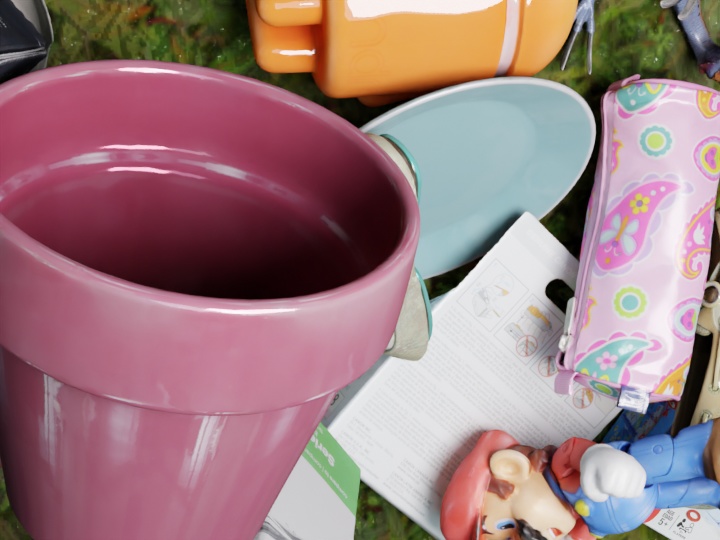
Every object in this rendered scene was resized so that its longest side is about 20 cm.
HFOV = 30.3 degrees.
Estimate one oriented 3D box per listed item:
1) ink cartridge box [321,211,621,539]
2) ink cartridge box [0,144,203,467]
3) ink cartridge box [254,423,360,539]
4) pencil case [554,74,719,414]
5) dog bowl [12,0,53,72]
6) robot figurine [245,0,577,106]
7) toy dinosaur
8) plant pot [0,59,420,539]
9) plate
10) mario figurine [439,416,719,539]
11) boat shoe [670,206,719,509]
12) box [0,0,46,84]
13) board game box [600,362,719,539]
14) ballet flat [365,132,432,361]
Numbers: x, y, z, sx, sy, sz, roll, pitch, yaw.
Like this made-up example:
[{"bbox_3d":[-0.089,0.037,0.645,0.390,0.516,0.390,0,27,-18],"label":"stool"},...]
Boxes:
[{"bbox_3d":[0.085,0.079,0.890,0.162,0.057,0.200,41,89,-24],"label":"ink cartridge box"},{"bbox_3d":[-0.124,0.012,0.751,0.085,0.148,0.201,31,101,-23],"label":"ink cartridge box"},{"bbox_3d":[-0.085,0.185,0.776,0.145,0.201,0.084,-29,116,20],"label":"ink cartridge box"},{"bbox_3d":[0.173,-0.016,0.823,0.086,0.087,0.202,11,89,-18],"label":"pencil case"},{"bbox_3d":[-0.264,-0.117,0.715,0.198,0.059,0.202,-5,110,-12],"label":"dog bowl"},{"bbox_3d":[0.036,-0.158,0.748,0.197,0.117,0.146,-5,112,-9],"label":"robot figurine"},{"bbox_3d":[0.196,-0.202,0.795,0.181,0.105,0.201,35,88,-42],"label":"toy dinosaur"},{"bbox_3d":[-0.088,0.030,0.594,0.198,0.201,0.181,5,123,-16],"label":"plant pot"},{"bbox_3d":[0.044,-0.054,0.790,0.198,0.026,0.201,-17,152,-9],"label":"plate"},{"bbox_3d":[0.143,0.154,0.820,0.198,0.106,0.125,-12,107,23],"label":"mario figurine"},{"bbox_3d":[0.225,0.055,0.852,0.062,0.073,0.203,0,104,3],"label":"boat shoe"},{"bbox_3d":[-0.258,-0.073,0.583,0.200,0.197,0.124,-42,100,2],"label":"box"},{"bbox_3d":[0.295,0.118,0.951,0.199,0.056,0.197,30,100,-22],"label":"board game box"},{"bbox_3d":[0.000,0.000,0.753,0.062,0.067,0.201,-38,149,-20],"label":"ballet flat"}]
